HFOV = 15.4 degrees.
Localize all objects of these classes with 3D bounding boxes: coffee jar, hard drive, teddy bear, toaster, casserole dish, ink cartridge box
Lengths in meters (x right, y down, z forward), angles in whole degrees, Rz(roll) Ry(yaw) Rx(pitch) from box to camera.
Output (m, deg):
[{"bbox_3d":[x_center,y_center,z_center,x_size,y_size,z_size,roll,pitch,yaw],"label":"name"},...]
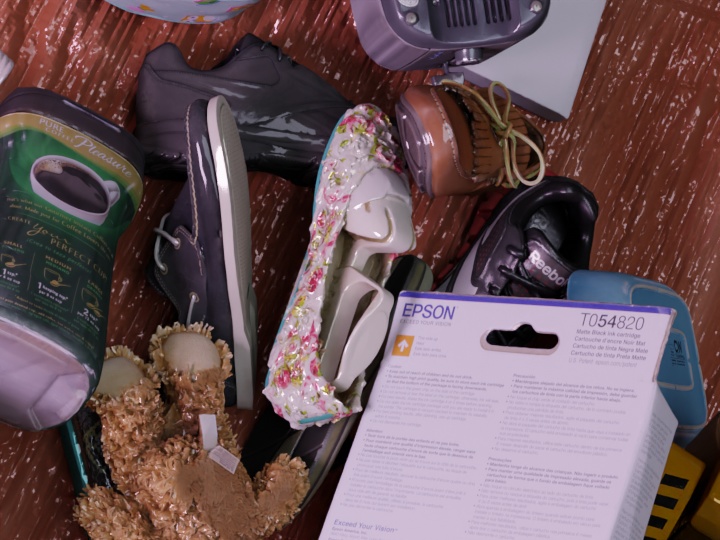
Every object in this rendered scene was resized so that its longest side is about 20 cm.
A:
[{"bbox_3d":[-0.186,-0.012,1.526,0.104,0.085,0.201,28,42,-18],"label":"coffee jar"},{"bbox_3d":[0.108,-0.216,1.750,0.131,0.026,0.201,24,77,-20],"label":"hard drive"},{"bbox_3d":[-0.100,0.130,1.547,0.145,0.067,0.201,-40,102,-39],"label":"teddy bear"},{"bbox_3d":[0.045,-0.215,1.644,0.113,0.129,0.201,-7,82,-12],"label":"toaster"},{"bbox_3d":[0.179,0.058,1.682,0.039,0.200,0.122,-12,81,20],"label":"casserole dish"},{"bbox_3d":[0.079,0.113,1.517,0.041,0.199,0.201,40,63,-46],"label":"ink cartridge box"}]

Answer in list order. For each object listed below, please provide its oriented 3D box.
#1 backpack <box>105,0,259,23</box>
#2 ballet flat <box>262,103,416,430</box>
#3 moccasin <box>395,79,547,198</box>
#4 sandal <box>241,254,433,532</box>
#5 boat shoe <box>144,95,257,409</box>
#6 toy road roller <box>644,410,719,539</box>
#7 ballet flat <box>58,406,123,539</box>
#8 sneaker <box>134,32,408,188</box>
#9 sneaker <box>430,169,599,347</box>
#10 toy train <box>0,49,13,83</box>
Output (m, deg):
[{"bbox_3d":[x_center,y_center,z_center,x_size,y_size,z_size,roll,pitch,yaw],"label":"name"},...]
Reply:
[{"bbox_3d":[-0.097,-0.253,1.595,0.175,0.153,0.201,16,83,-28],"label":"backpack"},{"bbox_3d":[0.000,0.000,1.584,0.075,0.064,0.201,20,81,-44],"label":"ballet flat"},{"bbox_3d":[0.073,-0.078,1.620,0.077,0.201,0.074,-16,78,15],"label":"moccasin"},{"bbox_3d":[-0.005,0.081,1.649,0.057,0.080,0.201,45,69,-29],"label":"sandal"},{"bbox_3d":[-0.097,-0.007,1.585,0.067,0.072,0.201,2,116,5],"label":"boat shoe"},{"bbox_3d":[0.171,0.144,1.578,0.146,0.123,0.200,33,59,2],"label":"toy road roller"},{"bbox_3d":[-0.132,0.164,1.582,0.074,0.074,0.201,-10,91,-24],"label":"ballet flat"},{"bbox_3d":[-0.046,-0.099,1.648,0.199,0.076,0.091,4,78,-26],"label":"sneaker"},{"bbox_3d":[0.088,0.018,1.682,0.071,0.098,0.201,38,73,-19],"label":"sneaker"},{"bbox_3d":[-0.265,-0.035,1.504,0.056,0.150,0.201,52,57,-35],"label":"toy train"}]
